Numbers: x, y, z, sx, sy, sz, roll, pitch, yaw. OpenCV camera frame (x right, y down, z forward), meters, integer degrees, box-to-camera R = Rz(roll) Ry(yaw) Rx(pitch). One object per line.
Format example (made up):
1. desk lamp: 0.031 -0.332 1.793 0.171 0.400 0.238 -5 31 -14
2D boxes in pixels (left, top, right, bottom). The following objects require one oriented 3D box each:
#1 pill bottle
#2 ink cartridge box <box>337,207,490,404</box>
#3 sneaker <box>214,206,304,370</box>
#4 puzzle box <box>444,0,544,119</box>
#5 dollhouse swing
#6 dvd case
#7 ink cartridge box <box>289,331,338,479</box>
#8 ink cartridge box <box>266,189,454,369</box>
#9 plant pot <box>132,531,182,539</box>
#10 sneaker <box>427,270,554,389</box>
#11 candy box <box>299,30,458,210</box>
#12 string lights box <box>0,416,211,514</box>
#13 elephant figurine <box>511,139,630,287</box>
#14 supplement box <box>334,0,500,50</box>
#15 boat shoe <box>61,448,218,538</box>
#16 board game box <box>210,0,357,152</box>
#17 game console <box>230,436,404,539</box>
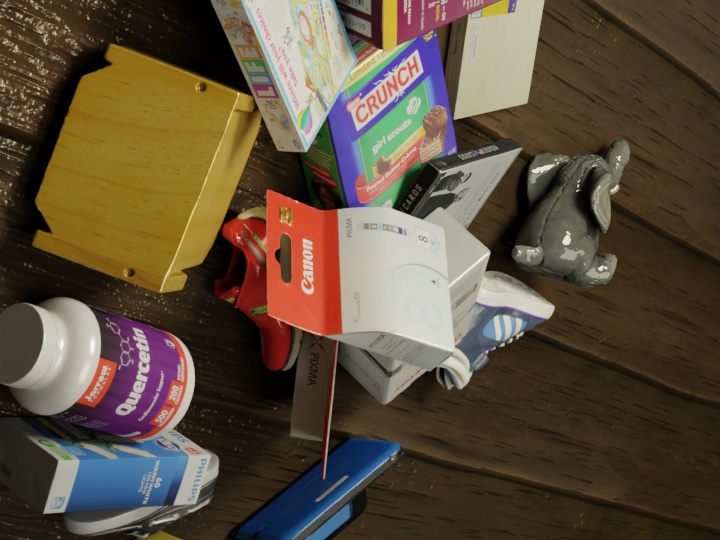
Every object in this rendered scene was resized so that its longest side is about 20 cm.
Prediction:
1. pill bottle: -0.258 0.092 1.622 0.200 0.112 0.113 24 93 -52
2. ink cartridge box: 0.056 0.043 1.907 0.144 0.084 0.200 -39 160 -23
3. sneaker: -0.112 0.022 1.794 0.085 0.077 0.200 -17 123 -18
4. puzzle box: 0.155 -0.278 1.935 0.133 0.025 0.200 -15 122 -42
5. dollhouse swing: -0.200 -0.102 1.636 0.181 0.176 0.200 21 98 -10
6. dvd case: 0.092 -0.075 1.910 0.200 0.025 0.150 -21 150 -57
7. ink cartridge box: -0.046 0.095 1.831 0.176 0.045 0.200 -83 179 -66
8. ink cartridge box: 0.000 0.000 1.726 0.200 0.160 0.047 20 139 -28
9. plant pot: -0.200 0.398 1.815 0.177 0.200 0.200 -54 142 -29
10. sneaker: 0.146 0.080 2.104 0.200 0.081 0.147 10 114 -55
11. candy box: 0.013 -0.165 1.801 0.169 0.077 0.200 -39 136 -26
12. string lights box: -0.258 0.190 1.686 0.200 0.103 0.059 4 108 -50
13. elephant figurine: 0.264 -0.089 2.109 0.141 0.155 0.200 17 88 -8
14. supplement box: 0.048 -0.314 1.713 0.200 0.131 0.103 -27 131 -35
15. boat shoe: -0.229 0.248 1.785 0.200 0.072 0.068 -21 125 -48
16. board game box: -0.070 -0.230 1.597 0.135 0.034 0.200 -63 145 -36
17. game console: -0.040 0.297 1.988 0.200 0.171 0.118 -37 109 -28
